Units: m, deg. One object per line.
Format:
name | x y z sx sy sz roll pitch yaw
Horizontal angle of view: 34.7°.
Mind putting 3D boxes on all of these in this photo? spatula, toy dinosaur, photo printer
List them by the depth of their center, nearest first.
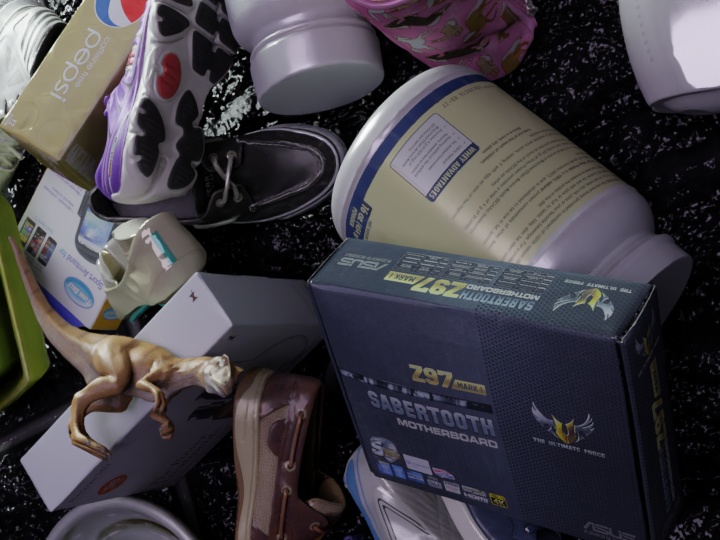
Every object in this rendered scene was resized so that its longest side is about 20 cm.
photo printer | 0.256 -0.185 0.702 0.197 0.069 0.169 -4 84 27
toy dinosaur | -0.164 0.063 0.753 0.197 0.061 0.107 18 72 21
spatula | 0.000 0.000 0.839 0.020 0.056 0.203 14 99 10

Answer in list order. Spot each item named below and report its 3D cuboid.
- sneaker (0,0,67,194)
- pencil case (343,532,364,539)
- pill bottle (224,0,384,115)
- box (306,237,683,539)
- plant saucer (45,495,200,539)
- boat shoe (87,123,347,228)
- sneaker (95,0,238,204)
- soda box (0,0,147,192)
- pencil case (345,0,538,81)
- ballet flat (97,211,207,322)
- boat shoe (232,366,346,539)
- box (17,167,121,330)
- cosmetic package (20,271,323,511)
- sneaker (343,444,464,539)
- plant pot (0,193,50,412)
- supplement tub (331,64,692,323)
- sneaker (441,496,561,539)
sneaker | -0.296 -0.125 0.964 0.115 0.075 0.203 30 99 51
pencil case | -0.030 0.289 0.808 0.084 0.085 0.202 37 104 21
pill bottle | -0.049 -0.225 0.840 0.112 0.113 0.203 -18 78 25
box | 0.076 0.069 0.655 0.198 0.051 0.159 10 131 34
plant saucer | -0.170 0.273 0.897 0.197 0.050 0.204 0 91 28
boat shoe | -0.107 -0.064 0.865 0.197 0.064 0.072 -11 96 11
sneaker | -0.151 -0.142 0.835 0.083 0.080 0.203 -7 59 40
soda box | -0.191 -0.168 0.903 0.067 0.064 0.202 27 79 22
pencil case | 0.049 -0.179 0.737 0.083 0.199 0.087 45 104 21
ballet flat | -0.161 -0.006 0.855 0.200 0.068 0.071 161 106 -66
boat shoe | -0.045 0.168 0.819 0.071 0.072 0.204 2 103 15
box | -0.216 -0.047 0.958 0.119 0.041 0.202 37 105 25
cosmetic package | -0.129 0.087 0.838 0.200 0.150 0.052 -45 68 18
sneaker | 0.059 0.201 0.786 0.201 0.071 0.073 56 143 13
plant pot | -0.370 0.043 0.929 0.198 0.180 0.203 -33 70 46
supplement tub | 0.094 -0.020 0.732 0.200 0.144 0.146 41 105 24
sneaker | 0.093 0.120 0.761 0.084 0.075 0.201 -44 68 22
